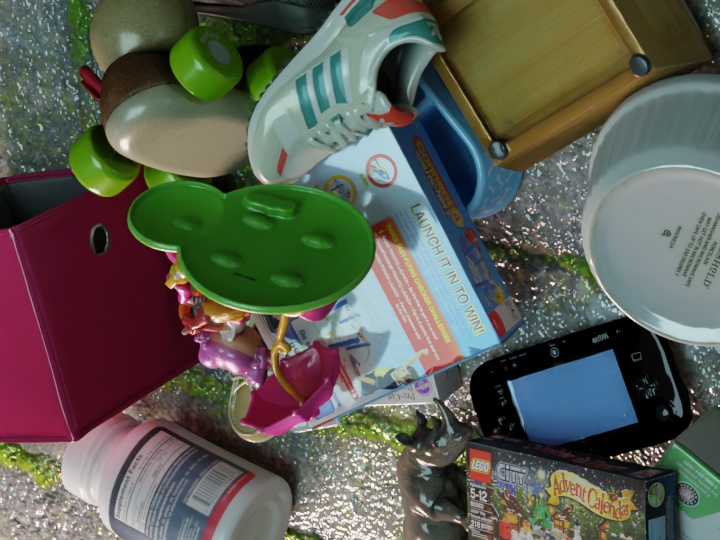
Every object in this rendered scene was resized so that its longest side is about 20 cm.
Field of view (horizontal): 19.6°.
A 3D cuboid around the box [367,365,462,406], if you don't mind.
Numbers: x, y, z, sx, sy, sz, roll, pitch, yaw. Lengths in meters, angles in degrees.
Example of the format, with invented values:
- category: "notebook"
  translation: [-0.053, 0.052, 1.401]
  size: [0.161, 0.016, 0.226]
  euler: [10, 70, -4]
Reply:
- category: "box"
  translation: [-0.005, 0.095, 1.826]
  size: [0.199, 0.039, 0.042]
  euler: [-4, 107, 37]

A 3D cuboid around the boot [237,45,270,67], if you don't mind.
- category: "boot"
  translation: [-0.104, -0.138, 1.786]
  size: [0.199, 0.075, 0.097]
  euler: [19, 134, 33]

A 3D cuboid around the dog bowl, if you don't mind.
- category: "dog bowl"
  translation: [0.044, -0.123, 1.689]
  size: [0.200, 0.050, 0.111]
  euler: [52, 130, 6]

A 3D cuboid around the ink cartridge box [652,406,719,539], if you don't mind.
- category: "ink cartridge box"
  translation: [0.275, 0.233, 1.657]
  size: [0.145, 0.087, 0.200]
  euler: [39, 126, 16]

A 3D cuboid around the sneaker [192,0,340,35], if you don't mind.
- category: "sneaker"
  translation: [-0.105, -0.266, 1.717]
  size: [0.199, 0.076, 0.115]
  euler: [13, 115, 27]

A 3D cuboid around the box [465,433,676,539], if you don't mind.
- category: "box"
  translation: [0.166, 0.214, 1.662]
  size: [0.199, 0.038, 0.137]
  euler: [8, 104, 49]

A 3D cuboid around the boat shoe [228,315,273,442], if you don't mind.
- category: "boat shoe"
  translation: [-0.071, 0.059, 1.793]
  size: [0.073, 0.063, 0.201]
  euler: [37, 111, 24]

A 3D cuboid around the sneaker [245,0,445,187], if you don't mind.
- category: "sneaker"
  translation: [-0.010, -0.127, 1.581]
  size: [0.200, 0.070, 0.094]
  euler: [-51, 53, 20]

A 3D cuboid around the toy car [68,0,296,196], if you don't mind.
- category: "toy car"
  translation: [-0.157, -0.180, 1.682]
  size: [0.164, 0.157, 0.201]
  euler: [-38, 60, 32]

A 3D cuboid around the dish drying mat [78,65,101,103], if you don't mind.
- category: "dish drying mat"
  translation: [-0.176, -0.101, 1.845]
  size: [0.018, 0.077, 0.200]
  euler: [-44, 80, -1]

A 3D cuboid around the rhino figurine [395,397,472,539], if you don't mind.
- category: "rhino figurine"
  translation: [0.070, 0.194, 1.790]
  size: [0.087, 0.060, 0.201]
  euler: [14, 127, 30]

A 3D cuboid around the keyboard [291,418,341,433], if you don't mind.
- category: "keyboard"
  translation: [-0.057, 0.041, 1.827]
  size: [0.056, 0.011, 0.201]
  euler: [-12, 87, 31]

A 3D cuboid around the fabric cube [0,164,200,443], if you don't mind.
- category: "fabric cube"
  translation: [-0.294, 0.029, 1.901]
  size: [0.199, 0.196, 0.200]
  euler: [-5, 107, 36]

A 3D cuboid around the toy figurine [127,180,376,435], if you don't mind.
- category: "toy figurine"
  translation: [-0.086, 0.043, 1.628]
  size: [0.199, 0.150, 0.185]
  euler: [17, 132, 18]

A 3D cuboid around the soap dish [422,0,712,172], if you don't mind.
- category: "soap dish"
  translation: [0.144, -0.178, 1.573]
  size: [0.200, 0.081, 0.158]
  euler: [-31, 91, 39]

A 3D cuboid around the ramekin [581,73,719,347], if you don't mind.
- category: "ramekin"
  translation: [0.252, -0.035, 1.519]
  size: [0.201, 0.094, 0.203]
  euler: [14, 129, 18]

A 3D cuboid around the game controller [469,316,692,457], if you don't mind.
- category: "game controller"
  translation: [0.177, 0.105, 1.700]
  size: [0.199, 0.042, 0.105]
  euler: [-21, 97, 39]

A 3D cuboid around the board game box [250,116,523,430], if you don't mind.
- category: "board game box"
  translation: [0.000, 0.000, 1.684]
  size: [0.195, 0.056, 0.201]
  euler: [-25, 94, 29]

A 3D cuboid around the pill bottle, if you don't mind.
- category: "pill bottle"
  translation: [-0.175, 0.208, 1.945]
  size: [0.199, 0.119, 0.120]
  euler: [24, 122, 26]
